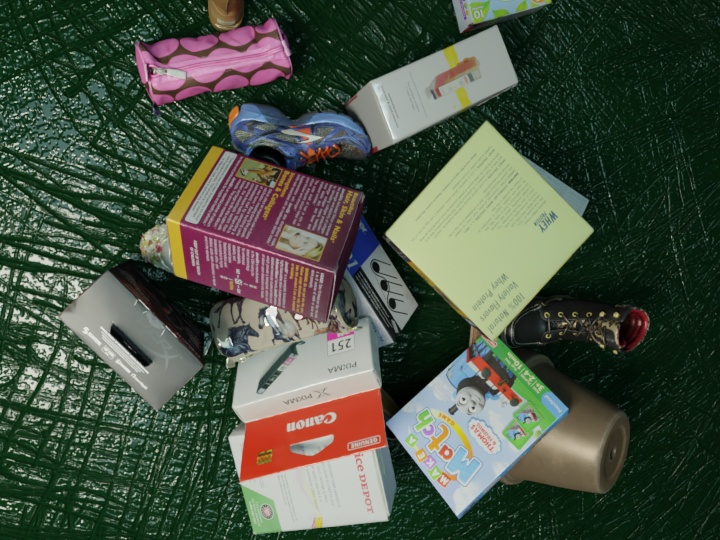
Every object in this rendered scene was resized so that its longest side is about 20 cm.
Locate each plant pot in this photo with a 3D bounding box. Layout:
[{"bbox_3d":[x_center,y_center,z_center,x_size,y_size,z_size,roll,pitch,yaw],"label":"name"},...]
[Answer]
[{"bbox_3d":[0.284,0.235,0.828,0.197,0.172,0.206,-13,109,-42],"label":"plant pot"}]

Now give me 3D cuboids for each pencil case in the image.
[{"bbox_3d":[-0.184,-0.269,0.735,0.196,0.094,0.093,-19,101,-14],"label":"pencil case"},{"bbox_3d":[-0.098,0.063,0.756,0.195,0.078,0.092,-15,91,14],"label":"pencil case"}]

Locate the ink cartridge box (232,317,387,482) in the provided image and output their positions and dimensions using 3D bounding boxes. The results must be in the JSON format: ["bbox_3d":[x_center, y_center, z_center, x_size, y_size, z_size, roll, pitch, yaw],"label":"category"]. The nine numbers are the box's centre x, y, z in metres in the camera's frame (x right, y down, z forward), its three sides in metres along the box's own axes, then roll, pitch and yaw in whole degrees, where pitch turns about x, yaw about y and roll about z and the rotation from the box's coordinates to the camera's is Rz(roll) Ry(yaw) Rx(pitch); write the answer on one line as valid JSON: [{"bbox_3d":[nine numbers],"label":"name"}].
[{"bbox_3d":[-0.069,0.161,0.733,0.195,0.176,0.044,-16,129,9],"label":"ink cartridge box"}]

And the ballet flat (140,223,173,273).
[{"bbox_3d":[-0.194,-0.020,0.736,0.195,0.064,0.078,6,107,-2],"label":"ballet flat"}]

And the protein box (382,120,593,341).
[{"bbox_3d":[0.166,-0.052,0.794,0.200,0.135,0.199,43,92,-1],"label":"protein box"}]

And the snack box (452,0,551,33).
[{"bbox_3d":[0.191,-0.477,0.844,0.139,0.053,0.205,-19,99,-12],"label":"snack box"}]

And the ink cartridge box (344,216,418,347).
[{"bbox_3d":[0.000,0.000,0.810,0.202,0.044,0.094,57,41,-12],"label":"ink cartridge box"}]

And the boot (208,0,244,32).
[{"bbox_3d":[-0.154,-0.396,0.677,0.064,0.200,0.180,-6,96,-15],"label":"boot"}]

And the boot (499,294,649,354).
[{"bbox_3d":[0.318,0.082,0.849,0.196,0.149,0.075,-5,98,-37],"label":"boot"}]

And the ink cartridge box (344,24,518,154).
[{"bbox_3d":[0.093,-0.243,0.789,0.197,0.145,0.085,-27,99,-12],"label":"ink cartridge box"}]

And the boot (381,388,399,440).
[{"bbox_3d":[-0.010,0.172,0.829,0.199,0.075,0.074,41,88,-12],"label":"boot"}]

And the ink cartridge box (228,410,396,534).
[{"bbox_3d":[-0.060,0.262,0.777,0.195,0.087,0.149,-11,98,15],"label":"ink cartridge box"}]

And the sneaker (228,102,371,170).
[{"bbox_3d":[-0.082,-0.167,0.774,0.195,0.076,0.080,3,70,-7],"label":"sneaker"}]

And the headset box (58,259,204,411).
[{"bbox_3d":[-0.264,0.070,0.684,0.075,0.200,0.149,-43,104,-8],"label":"headset box"}]

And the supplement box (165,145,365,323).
[{"bbox_3d":[-0.108,-0.044,0.674,0.195,0.104,0.133,18,51,3],"label":"supplement box"}]

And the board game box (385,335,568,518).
[{"bbox_3d":[0.155,0.201,0.771,0.199,0.037,0.151,-41,60,-6],"label":"board game box"}]

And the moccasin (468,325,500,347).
[{"bbox_3d":[0.171,0.156,0.880,0.076,0.074,0.206,15,90,5],"label":"moccasin"}]

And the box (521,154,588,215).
[{"bbox_3d":[0.271,-0.142,0.901,0.197,0.039,0.042,28,89,-16],"label":"box"}]
